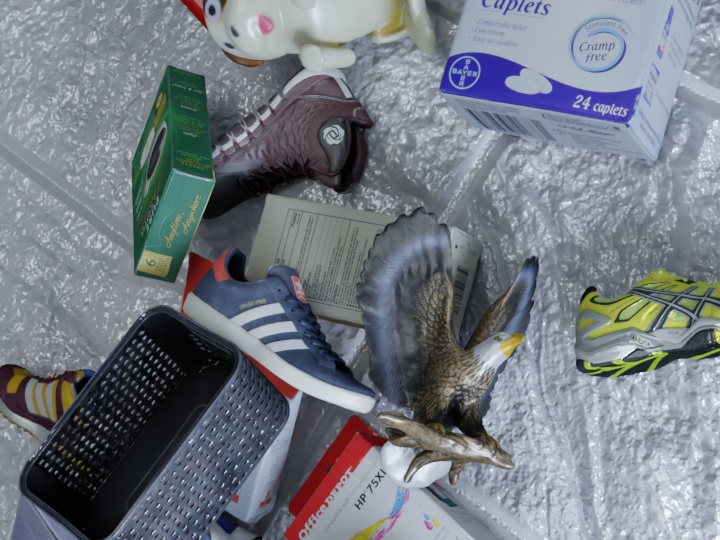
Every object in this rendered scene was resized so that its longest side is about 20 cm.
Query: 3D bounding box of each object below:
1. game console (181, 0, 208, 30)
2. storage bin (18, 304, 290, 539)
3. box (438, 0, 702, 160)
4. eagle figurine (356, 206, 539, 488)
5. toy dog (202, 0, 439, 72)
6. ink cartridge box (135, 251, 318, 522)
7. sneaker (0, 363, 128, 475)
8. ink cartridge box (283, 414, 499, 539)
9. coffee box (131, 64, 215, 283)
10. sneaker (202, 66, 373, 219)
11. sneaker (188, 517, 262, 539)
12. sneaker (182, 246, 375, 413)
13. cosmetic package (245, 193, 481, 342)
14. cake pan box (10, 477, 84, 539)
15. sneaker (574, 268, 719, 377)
[{"bbox_3d":[-0.131,-0.375,1.445,0.200,0.119,0.173,-43,31,10],"label":"game console"},{"bbox_3d":[-0.173,0.148,1.163,0.135,0.094,0.201,24,71,40],"label":"storage bin"},{"bbox_3d":[0.189,-0.218,1.195,0.182,0.105,0.202,14,82,28],"label":"box"},{"bbox_3d":[0.079,0.070,1.123,0.149,0.152,0.201,-10,49,12],"label":"eagle figurine"},{"bbox_3d":[-0.051,-0.265,1.279,0.198,0.140,0.195,-18,43,-7],"label":"toy dog"},{"bbox_3d":[-0.130,0.107,1.260,0.161,0.050,0.202,25,114,29],"label":"ink cartridge box"},{"bbox_3d":[-0.289,0.127,1.346,0.199,0.075,0.091,34,101,37],"label":"sneaker"},{"bbox_3d":[0.018,0.223,1.183,0.200,0.067,0.117,39,97,29],"label":"ink cartridge box"},{"bbox_3d":[-0.180,-0.094,1.304,0.201,0.044,0.124,-104,35,-54],"label":"coffee box"},{"bbox_3d":[-0.070,-0.098,1.310,0.200,0.076,0.116,-44,65,9],"label":"sneaker"},{"bbox_3d":[-0.159,0.251,1.259,0.081,0.115,0.199,-60,31,-4],"label":"sneaker"},{"bbox_3d":[-0.059,0.046,1.176,0.199,0.075,0.085,31,88,21],"label":"sneaker"},{"bbox_3d":[0.000,0.000,1.249,0.198,0.071,0.106,13,84,28],"label":"cosmetic package"},{"bbox_3d":[-0.256,0.317,1.253,0.200,0.052,0.185,45,135,30],"label":"cake pan box"},{"bbox_3d":[0.265,0.032,1.109,0.198,0.075,0.077,-12,72,22],"label":"sneaker"}]
